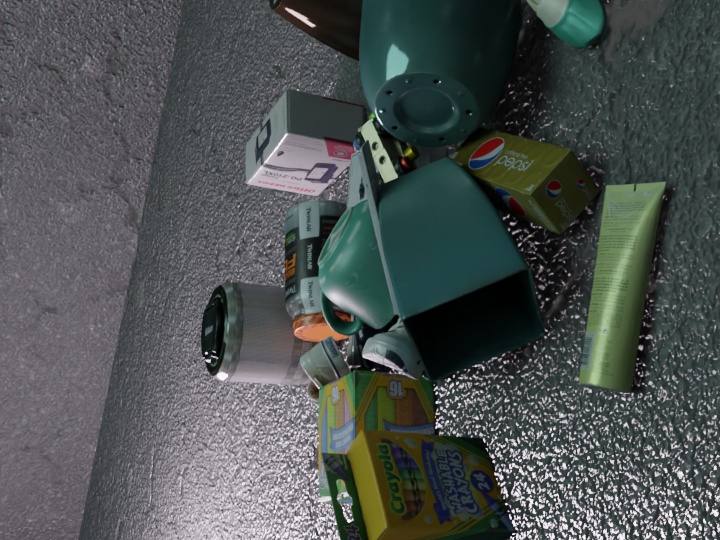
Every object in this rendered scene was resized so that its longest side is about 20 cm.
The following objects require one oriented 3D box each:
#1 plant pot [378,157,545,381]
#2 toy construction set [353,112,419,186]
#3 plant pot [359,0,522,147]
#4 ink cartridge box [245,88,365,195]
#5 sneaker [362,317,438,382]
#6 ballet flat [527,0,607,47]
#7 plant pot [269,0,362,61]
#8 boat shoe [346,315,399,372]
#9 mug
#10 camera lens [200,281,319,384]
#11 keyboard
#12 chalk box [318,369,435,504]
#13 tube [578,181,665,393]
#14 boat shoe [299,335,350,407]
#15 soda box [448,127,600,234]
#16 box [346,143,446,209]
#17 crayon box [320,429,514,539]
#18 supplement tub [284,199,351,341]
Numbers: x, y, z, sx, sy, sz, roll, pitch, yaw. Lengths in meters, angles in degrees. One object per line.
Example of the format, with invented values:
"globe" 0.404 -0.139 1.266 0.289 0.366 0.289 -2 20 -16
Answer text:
"plant pot" 0.097 -0.014 1.071 0.142 0.140 0.202 63 -174 -53
"toy construction set" 0.056 -0.132 1.220 0.092 0.130 0.201 -51 60 23
"plant pot" 0.086 -0.247 1.129 0.201 0.198 0.163 -44 28 53
"ink cartridge box" -0.097 -0.211 1.624 0.200 0.143 0.086 -37 50 57
"sneaker" 0.073 0.062 1.173 0.079 0.199 0.131 19 88 29
"ballet flat" 0.209 -0.319 1.082 0.068 0.069 0.202 -62 32 36
"plant pot" -0.036 -0.427 1.490 0.186 0.197 0.190 -173 90 -65
"boat shoe" 0.028 0.052 1.379 0.092 0.074 0.204 -3 88 58
"mug" 0.004 -0.004 1.267 0.187 0.113 0.152 -59 10 -2
"camera lens" -0.156 0.105 1.587 0.160 0.197 0.163 -175 90 -67
"keyboard" 0.027 -0.048 1.106 0.056 0.010 0.203 -52 -49 -68
"chalk box" 0.021 0.246 1.263 0.124 0.123 0.203 -34 54 58
"tube" 0.252 0.015 0.926 0.052 0.057 0.203 24 -106 -72
"boat shoe" -0.044 0.165 1.381 0.071 0.069 0.201 62 176 30
"soda box" 0.175 -0.105 1.073 0.068 0.064 0.200 -46 27 -5
"box" 0.048 -0.126 1.386 0.199 0.059 0.119 -11 73 64
"crayon box" 0.064 0.248 1.077 0.052 0.197 0.127 -60 33 38
"supplement tub" -0.060 0.002 1.509 0.122 0.121 0.203 -38 49 56
